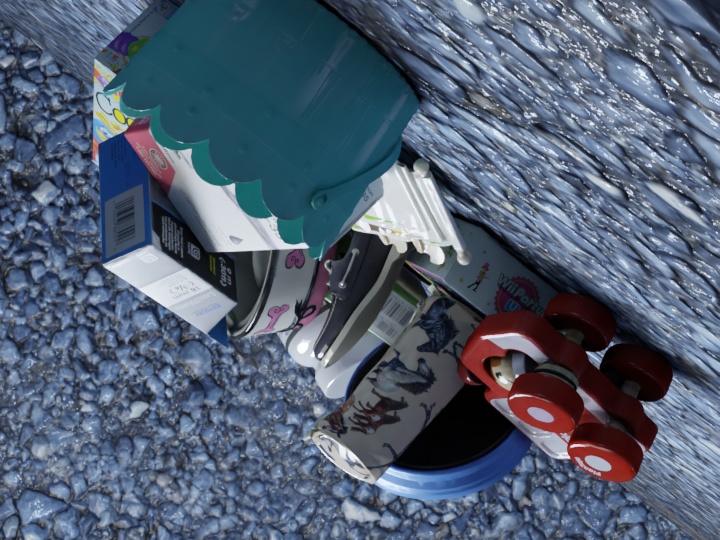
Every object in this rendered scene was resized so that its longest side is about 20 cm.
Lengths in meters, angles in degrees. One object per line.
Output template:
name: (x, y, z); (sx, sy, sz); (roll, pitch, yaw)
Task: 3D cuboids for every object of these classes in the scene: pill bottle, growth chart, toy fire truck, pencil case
pill bottle: (-0.047, 0.034, 1.744); (0.200, 0.116, 0.116); (58, -176, 20)
growth chart: (0.004, -0.071, 1.416); (0.200, 0.018, 0.145); (20, 150, 32)
toy fire truck: (0.173, 0.110, 1.439); (0.200, 0.112, 0.168); (40, 150, -25)
pencil case: (0.039, 0.112, 1.511); (0.089, 0.200, 0.078); (41, 166, 7)

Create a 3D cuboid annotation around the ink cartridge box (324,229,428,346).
ink cartridge box: (0.006, -0.002, 1.652); (0.104, 0.059, 0.200); (37, -168, -20)

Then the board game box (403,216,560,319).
board game box: (0.117, 0.010, 1.554); (0.148, 0.064, 0.200); (37, 176, -19)

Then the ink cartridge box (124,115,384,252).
ink cartridge box: (-0.096, -0.097, 1.387); (0.200, 0.083, 0.147); (-1, 128, 53)

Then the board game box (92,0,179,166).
board game box: (-0.199, -0.163, 1.589); (0.103, 0.105, 0.200); (37, 154, 8)

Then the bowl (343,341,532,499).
bowl: (0.077, 0.135, 1.576); (0.201, 0.201, 0.039); (35, 153, 36)

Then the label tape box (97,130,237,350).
label tape box: (-0.166, -0.031, 1.522); (0.200, 0.063, 0.144); (39, -145, -48)

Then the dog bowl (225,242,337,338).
dog bowl: (-0.085, -0.027, 1.587); (0.074, 0.200, 0.200); (7, -172, -21)

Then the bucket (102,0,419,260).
bucket: (-0.066, -0.118, 1.128); (0.207, 0.135, 0.207); (38, 176, 3)

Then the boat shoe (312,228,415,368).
boat shoe: (0.000, 0.000, 1.517); (0.063, 0.200, 0.073); (33, -165, 13)
